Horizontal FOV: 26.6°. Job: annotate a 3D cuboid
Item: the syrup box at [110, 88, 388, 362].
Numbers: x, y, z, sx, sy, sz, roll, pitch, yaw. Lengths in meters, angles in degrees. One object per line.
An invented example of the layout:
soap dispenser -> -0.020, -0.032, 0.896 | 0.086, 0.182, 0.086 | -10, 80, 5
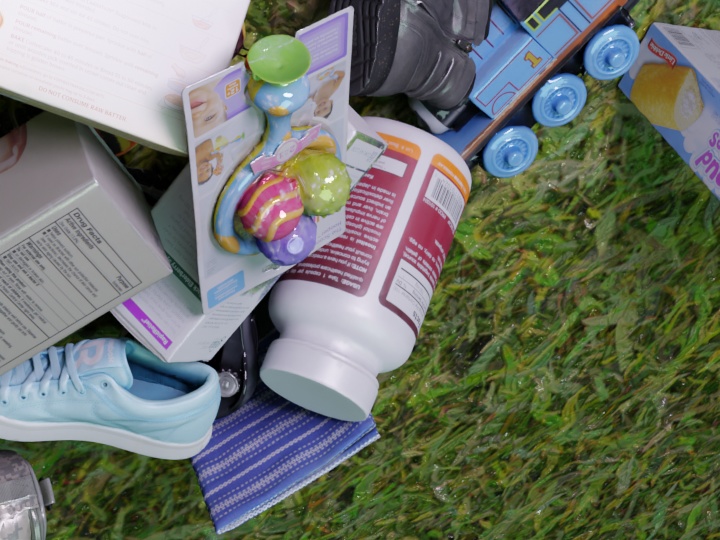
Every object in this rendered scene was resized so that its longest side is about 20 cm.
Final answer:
syrup box -> -0.080, -0.037, 1.012 | 0.200, 0.081, 0.079 | -49, 166, 10

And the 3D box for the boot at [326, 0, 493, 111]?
boot -> 0.044, -0.212, 1.044 | 0.131, 0.069, 0.202 | -5, 117, -49

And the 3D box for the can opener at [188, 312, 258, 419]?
can opener -> -0.098, 0.017, 1.099 | 0.062, 0.079, 0.203 | 5, 112, -7

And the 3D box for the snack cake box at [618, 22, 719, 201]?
snack cake box -> 0.313, -0.113, 1.226 | 0.114, 0.201, 0.068 | 1, 130, -35

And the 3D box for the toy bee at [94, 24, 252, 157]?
toy bee -> -0.118, -0.139, 0.961 | 0.201, 0.108, 0.131 | -56, -178, 44

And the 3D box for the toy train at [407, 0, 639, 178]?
toy train -> 0.119, -0.160, 1.144 | 0.200, 0.087, 0.114 | -44, 130, 15

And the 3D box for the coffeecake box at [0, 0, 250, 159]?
coffeecake box -> -0.137, -0.184, 0.856 | 0.152, 0.073, 0.203 | 18, 90, -28

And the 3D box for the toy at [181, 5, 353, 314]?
toy -> -0.042, -0.050, 0.897 | 0.114, 0.047, 0.201 | -30, 146, -23

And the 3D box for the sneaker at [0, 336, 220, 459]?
sneaker -> -0.189, 0.070, 1.037 | 0.197, 0.074, 0.082 | 9, 132, -19

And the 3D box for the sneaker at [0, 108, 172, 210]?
sneaker -> -0.196, -0.037, 1.051 | 0.090, 0.079, 0.199 | -42, 140, 14

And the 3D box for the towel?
towel -> -0.075, 0.101, 1.177 | 0.144, 0.200, 0.024 | -32, 125, 0

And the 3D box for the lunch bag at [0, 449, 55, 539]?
lunch bag -> -0.334, 0.207, 1.119 | 0.198, 0.141, 0.168 | -8, 152, -27

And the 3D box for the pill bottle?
pill bottle -> 0.000, 0.000, 1.111 | 0.113, 0.112, 0.202 | 47, 59, -50

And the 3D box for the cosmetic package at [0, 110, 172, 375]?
cosmetic package -> -0.230, -0.003, 0.938 | 0.198, 0.088, 0.104 | -29, 138, 3

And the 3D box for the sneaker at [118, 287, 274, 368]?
sneaker -> -0.133, 0.035, 1.178 | 0.200, 0.088, 0.075 | -40, 133, -32
